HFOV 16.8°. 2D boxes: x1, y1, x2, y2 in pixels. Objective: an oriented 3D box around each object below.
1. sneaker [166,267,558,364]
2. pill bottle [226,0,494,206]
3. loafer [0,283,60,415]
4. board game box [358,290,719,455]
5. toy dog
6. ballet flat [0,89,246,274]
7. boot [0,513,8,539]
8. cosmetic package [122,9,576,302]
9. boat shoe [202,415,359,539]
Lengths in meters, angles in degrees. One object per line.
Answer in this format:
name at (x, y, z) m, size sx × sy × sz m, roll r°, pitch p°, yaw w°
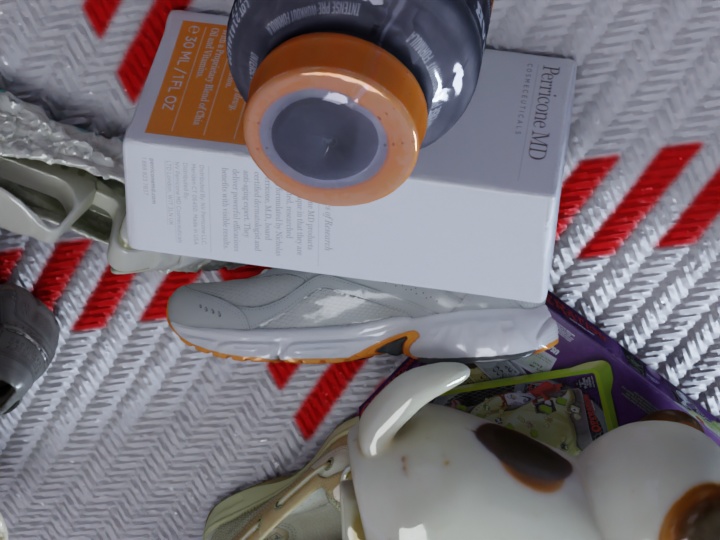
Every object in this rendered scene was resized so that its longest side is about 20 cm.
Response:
sneaker at (0.000, 0.000, 1.221) m, size 0.198 × 0.076 × 0.093 m, roll -2°, pitch 90°, yaw 11°
pill bottle at (0.004, -0.118, 1.013) m, size 0.105 × 0.201 × 0.107 m, roll 7°, pitch 135°, yaw 7°
loafer at (-0.250, 0.070, 1.348) m, size 0.199 × 0.070 × 0.070 m, roll -27°, pitch 123°, yaw 33°
board game box at (0.112, 0.093, 1.292) m, size 0.200 × 0.032 × 0.120 m, roll 37°, pitch 108°, yaw -21°
toy dog at (0.092, 0.126, 1.231) m, size 0.198 × 0.140 × 0.195 m, roll -3°, pitch 108°, yaw -5°
ballet flat at (-0.136, -0.033, 1.227) m, size 0.199 × 0.072 × 0.072 m, roll 20°, pitch 135°, yaw -8°
boot at (-0.249, 0.113, 1.173) m, size 0.106 × 0.076 × 0.200 m, roll 4°, pitch 168°, yaw 23°
cosmetic package at (-0.004, -0.055, 1.148) m, size 0.198 × 0.102 × 0.072 m, roll 7°, pitch 134°, yaw 5°
boat shoe at (-0.015, 0.138, 1.363) m, size 0.200 × 0.063 × 0.073 m, roll -27°, pitch 122°, yaw 32°
